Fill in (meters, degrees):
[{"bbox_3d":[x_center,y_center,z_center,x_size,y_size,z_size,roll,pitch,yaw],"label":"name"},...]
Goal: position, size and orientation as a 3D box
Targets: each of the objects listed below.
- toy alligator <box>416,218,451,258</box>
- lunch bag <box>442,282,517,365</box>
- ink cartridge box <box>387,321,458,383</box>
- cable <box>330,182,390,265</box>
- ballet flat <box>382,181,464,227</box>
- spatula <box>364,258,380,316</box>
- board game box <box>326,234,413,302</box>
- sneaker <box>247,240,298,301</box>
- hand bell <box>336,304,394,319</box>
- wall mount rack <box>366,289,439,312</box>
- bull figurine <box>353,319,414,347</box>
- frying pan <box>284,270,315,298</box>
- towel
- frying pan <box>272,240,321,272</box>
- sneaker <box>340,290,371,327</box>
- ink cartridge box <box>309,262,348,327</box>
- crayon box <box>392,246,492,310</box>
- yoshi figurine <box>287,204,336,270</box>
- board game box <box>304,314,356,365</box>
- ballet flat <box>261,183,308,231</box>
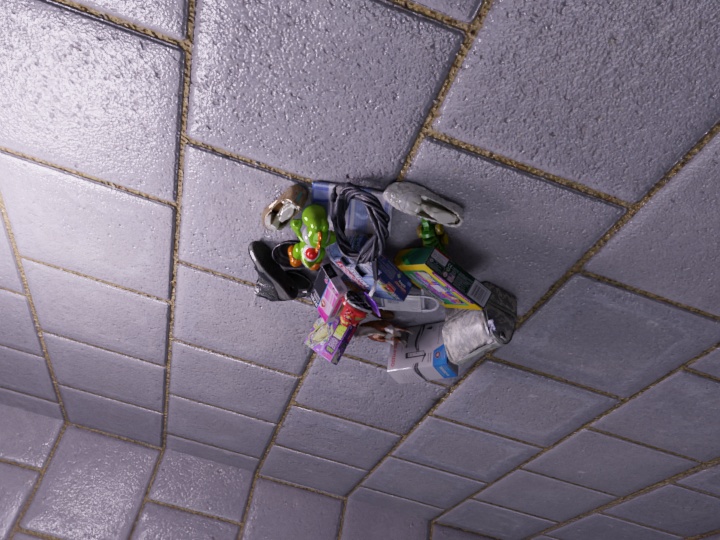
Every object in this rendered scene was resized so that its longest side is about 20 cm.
[{"bbox_3d":[0.185,-0.059,1.514,0.059,0.055,0.200,-8,139,25],"label":"toy alligator"},{"bbox_3d":[0.318,0.153,1.659,0.139,0.169,0.200,28,140,-21],"label":"lunch bag"},{"bbox_3d":[0.187,0.243,1.834,0.199,0.147,0.084,-13,139,29],"label":"ink cartridge box"},{"bbox_3d":[0.000,-0.100,1.428,0.162,0.051,0.201,21,126,31],"label":"cable"},{"bbox_3d":[0.148,-0.145,1.398,0.199,0.072,0.072,17,143,-10],"label":"ballet flat"},{"bbox_3d":[0.032,0.034,1.516,0.057,0.020,0.201,44,147,35],"label":"spatula"},{"bbox_3d":[0.000,0.000,1.599,0.200,0.062,0.199,44,152,-26],"label":"board game box"},{"bbox_3d":[-0.267,0.011,1.701,0.114,0.076,0.200,-15,125,31],"label":"sneaker"},{"bbox_3d":[0.012,0.111,1.781,0.199,0.105,0.104,18,145,-27],"label":"hand bell"},{"bbox_3d":[0.121,0.081,1.708,0.198,0.075,0.174,4,139,11],"label":"wall mount rack"},{"bbox_3d":[0.064,0.179,1.790,0.121,0.066,0.200,17,-172,32],"label":"bull figurine"},{"bbox_3d":[-0.154,0.031,1.739,0.189,0.031,0.115,-13,131,33],"label":"frying pan"},{"bbox_3d":[-0.019,-0.145,1.486,0.198,0.024,0.147,10,143,3],"label":"towel"},{"bbox_3d":[-0.139,-0.035,1.645,0.189,0.031,0.115,13,143,-13],"label":"frying pan"},{"bbox_3d":[-0.019,0.112,1.624,0.077,0.085,0.200,44,178,15],"label":"sneaker"},{"bbox_3d":[-0.092,0.073,1.673,0.037,0.095,0.200,-22,156,-28],"label":"ink cartridge box"},{"bbox_3d":[0.199,0.020,1.541,0.200,0.058,0.172,36,166,-20],"label":"crayon box"},{"bbox_3d":[-0.116,-0.089,1.509,0.112,0.112,0.200,46,149,9],"label":"yoshi figurine"},{"bbox_3d":[-0.089,0.188,1.787,0.032,0.120,0.200,37,173,-27],"label":"board game box"},{"bbox_3d":[-0.196,-0.137,1.510,0.070,0.066,0.200,28,141,-17],"label":"ballet flat"}]
